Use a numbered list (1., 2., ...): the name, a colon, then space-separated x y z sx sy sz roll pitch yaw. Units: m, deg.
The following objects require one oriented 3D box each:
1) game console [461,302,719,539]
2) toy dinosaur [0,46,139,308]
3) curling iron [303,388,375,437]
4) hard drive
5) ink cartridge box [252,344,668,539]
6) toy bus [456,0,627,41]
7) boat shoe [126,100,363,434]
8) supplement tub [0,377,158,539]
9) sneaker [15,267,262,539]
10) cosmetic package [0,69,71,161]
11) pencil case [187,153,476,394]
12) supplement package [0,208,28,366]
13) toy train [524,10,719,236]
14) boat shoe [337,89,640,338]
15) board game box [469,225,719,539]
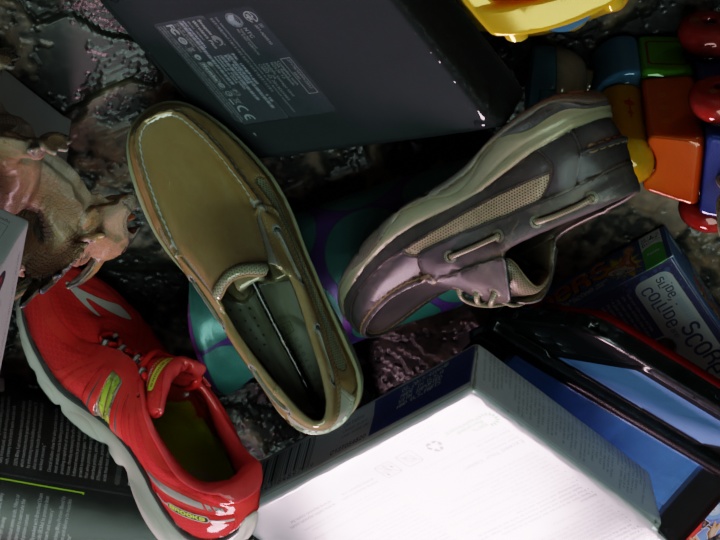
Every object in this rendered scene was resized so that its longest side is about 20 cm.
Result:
1. game console: 0.145 0.111 1.585 0.200 0.172 0.119 30 80 -25
2. toy dinosaur: -0.216 -0.044 1.467 0.199 0.086 0.136 10 129 -3
3. curling iron: -0.003 0.117 1.644 0.049 0.026 0.200 8 149 19
4. hard drive: -0.029 -0.120 1.447 0.200 0.033 0.140 -4 135 46
5. ink cartridge box: 0.063 0.143 1.589 0.199 0.041 0.200 -30 124 35
6. toy bus: 0.085 -0.184 1.386 0.135 0.192 0.200 -19 125 7
7. boat shoe: -0.061 -0.004 1.488 0.072 0.076 0.200 -35 89 7
8. supplement tub: -0.189 0.127 1.618 0.199 0.123 0.123 11 123 -11
9. sneaker: -0.115 0.064 1.556 0.077 0.200 0.085 -29 159 -33
10. cosmetic package: -0.257 -0.032 1.549 0.082 0.051 0.200 37 115 -26
11. pencil case: 0.000 0.000 1.568 0.200 0.085 0.092 -18 160 7
12. supplement package: -0.274 0.040 1.447 0.155 0.111 0.200 25 141 5
13. toy train: 0.147 -0.060 1.471 0.115 0.200 0.085 1 124 1
14. boat shoe: 0.065 -0.014 1.446 0.200 0.074 0.073 -41 73 37
15. board game box: 0.172 0.082 1.664 0.135 0.034 0.200 -28 122 14
